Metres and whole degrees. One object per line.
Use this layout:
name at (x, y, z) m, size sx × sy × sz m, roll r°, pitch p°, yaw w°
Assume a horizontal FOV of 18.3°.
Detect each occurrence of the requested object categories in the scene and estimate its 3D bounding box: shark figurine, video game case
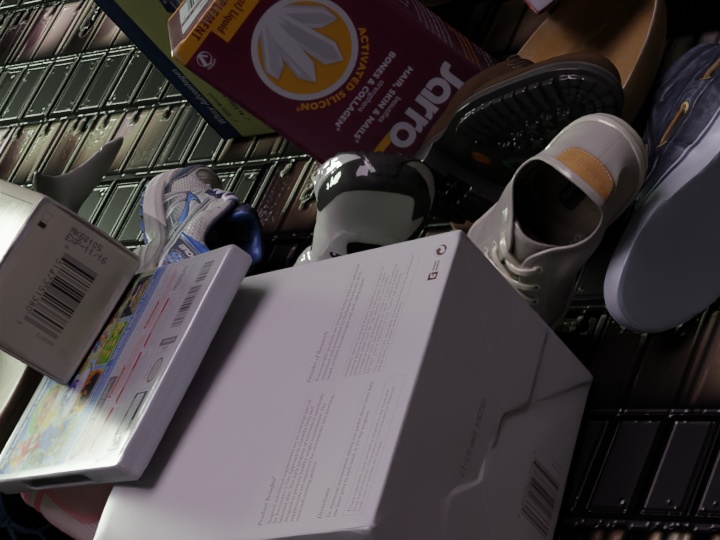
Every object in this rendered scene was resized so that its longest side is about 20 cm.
shark figurine at (-0.166, 0.026, 1.526) m, size 0.089 × 0.128 × 0.215 m, roll -9°, pitch 54°, yaw -12°
video game case at (-0.143, 0.061, 1.294) m, size 0.200 × 0.018 × 0.144 m, roll -14°, pitch 46°, yaw 59°

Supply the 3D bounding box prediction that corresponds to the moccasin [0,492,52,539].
moccasin at (-0.246, 0.172, 1.477) m, size 0.200 × 0.080 × 0.068 m, roll -46°, pitch 20°, yaw 21°

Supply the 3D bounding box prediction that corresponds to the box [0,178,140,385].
box at (-0.223, -0.002, 1.397) m, size 0.095 × 0.078 × 0.200 m, roll -59°, pitch 27°, yaw -5°

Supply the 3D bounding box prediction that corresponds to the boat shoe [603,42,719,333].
boat shoe at (0.186, -0.049, 1.276) m, size 0.201 × 0.071 × 0.091 m, roll -53°, pitch 27°, yaw -17°

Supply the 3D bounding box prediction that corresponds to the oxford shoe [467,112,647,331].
oxford shoe at (0.093, -0.009, 1.252) m, size 0.058 × 0.075 × 0.200 m, roll -41°, pitch -12°, yaw -44°

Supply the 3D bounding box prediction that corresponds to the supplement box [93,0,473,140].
supplement box at (-0.059, -0.213, 1.566) m, size 0.199 × 0.200 × 0.135 m, roll -5°, pitch 50°, yaw 41°

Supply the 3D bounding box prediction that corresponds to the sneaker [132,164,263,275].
sneaker at (-0.101, -0.019, 1.509) m, size 0.085 × 0.077 × 0.200 m, roll -22°, pitch 26°, yaw 14°

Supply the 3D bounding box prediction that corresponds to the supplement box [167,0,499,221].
supplement box at (-0.011, -0.132, 1.407) m, size 0.111 × 0.200 × 0.086 m, roll -51°, pitch 18°, yaw 13°

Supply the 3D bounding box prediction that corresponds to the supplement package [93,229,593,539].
supplement package at (-0.007, 0.110, 1.228) m, size 0.199 × 0.147 × 0.192 m, roll -12°, pitch 45°, yaw 38°

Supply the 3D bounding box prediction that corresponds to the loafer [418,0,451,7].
loafer at (0.089, -0.251, 1.527) m, size 0.200 × 0.068 × 0.076 m, roll -39°, pitch -3°, yaw -28°

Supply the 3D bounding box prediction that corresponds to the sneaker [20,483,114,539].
sneaker at (-0.109, 0.112, 1.408) m, size 0.104 × 0.076 × 0.200 m, roll 38°, pitch 55°, yaw 18°

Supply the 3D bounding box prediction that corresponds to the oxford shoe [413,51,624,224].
oxford shoe at (0.092, -0.096, 1.295) m, size 0.200 × 0.073 × 0.085 m, roll -23°, pitch 36°, yaw 59°

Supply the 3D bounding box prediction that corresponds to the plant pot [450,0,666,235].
plant pot at (0.125, -0.100, 1.371) m, size 0.200 × 0.027 × 0.200 m, roll -49°, pitch 20°, yaw 25°

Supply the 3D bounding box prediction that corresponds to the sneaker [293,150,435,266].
sneaker at (0.000, 0.000, 1.345) m, size 0.073 × 0.200 × 0.080 m, roll 7°, pitch 58°, yaw -6°

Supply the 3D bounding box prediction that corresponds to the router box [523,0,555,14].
router box at (0.179, -0.243, 1.412) m, size 0.200 × 0.049 × 0.180 m, roll -38°, pitch 2°, yaw 10°

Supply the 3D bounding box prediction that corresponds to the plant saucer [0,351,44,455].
plant saucer at (-0.256, 0.092, 1.471) m, size 0.200 × 0.029 × 0.201 m, roll -43°, pitch 26°, yaw 26°
